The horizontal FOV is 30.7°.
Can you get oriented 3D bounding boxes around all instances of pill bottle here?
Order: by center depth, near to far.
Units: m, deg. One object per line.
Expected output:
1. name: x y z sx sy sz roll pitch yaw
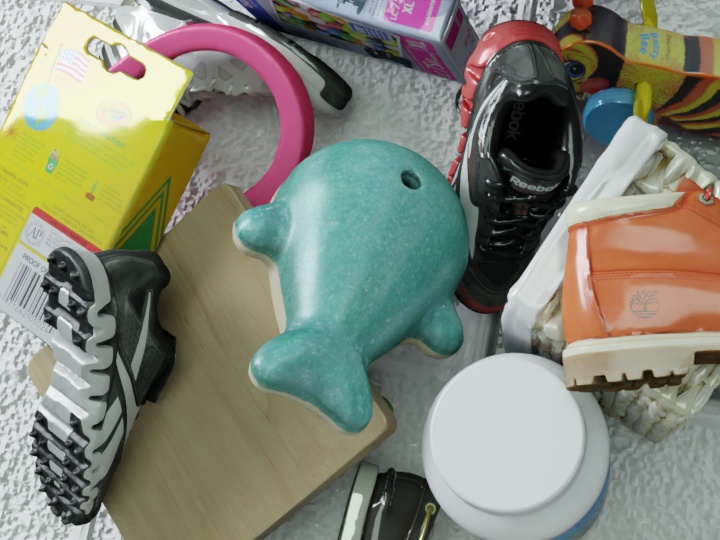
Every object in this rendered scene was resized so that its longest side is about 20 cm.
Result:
1. pill bottle: 0.095 0.110 0.781 0.108 0.200 0.110 -3 75 10

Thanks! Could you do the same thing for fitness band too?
1. fitness band: -0.126 -0.087 0.922 0.199 0.037 0.144 -32 94 21

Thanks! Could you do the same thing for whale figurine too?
1. whale figurine: 0.000 0.000 0.785 0.158 0.104 0.201 30 42 -8

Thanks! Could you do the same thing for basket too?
1. basket: 0.171 0.017 0.797 0.123 0.200 0.136 34 84 11

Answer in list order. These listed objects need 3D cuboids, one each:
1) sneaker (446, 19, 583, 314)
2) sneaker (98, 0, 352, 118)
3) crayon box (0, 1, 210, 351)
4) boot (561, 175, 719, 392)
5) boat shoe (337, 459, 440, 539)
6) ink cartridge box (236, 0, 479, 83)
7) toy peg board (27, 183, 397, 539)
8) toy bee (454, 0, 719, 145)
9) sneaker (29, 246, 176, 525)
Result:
1. sneaker: 0.095 -0.052 0.838 0.070 0.098 0.202 2 118 -12
2. sneaker: -0.107 -0.134 0.964 0.200 0.076 0.116 30 95 20
3. crayon box: -0.185 -0.060 0.872 0.127 0.051 0.201 31 98 25
4. boot: 0.199 0.000 0.667 0.198 0.075 0.108 -4 77 2
5. boat shoe: 0.004 0.226 0.833 0.060 0.072 0.203 13 91 0
6. ink cartridge box: -0.019 -0.186 0.923 0.199 0.119 0.042 21 89 15
7. toy peg board: -0.088 0.085 0.893 0.199 0.098 0.201 -41 69 15
8. toy bee: 0.169 -0.133 0.870 0.198 0.109 0.132 -13 57 -3
9. sneaker: -0.156 0.073 0.835 0.066 0.090 0.201 31 122 39
